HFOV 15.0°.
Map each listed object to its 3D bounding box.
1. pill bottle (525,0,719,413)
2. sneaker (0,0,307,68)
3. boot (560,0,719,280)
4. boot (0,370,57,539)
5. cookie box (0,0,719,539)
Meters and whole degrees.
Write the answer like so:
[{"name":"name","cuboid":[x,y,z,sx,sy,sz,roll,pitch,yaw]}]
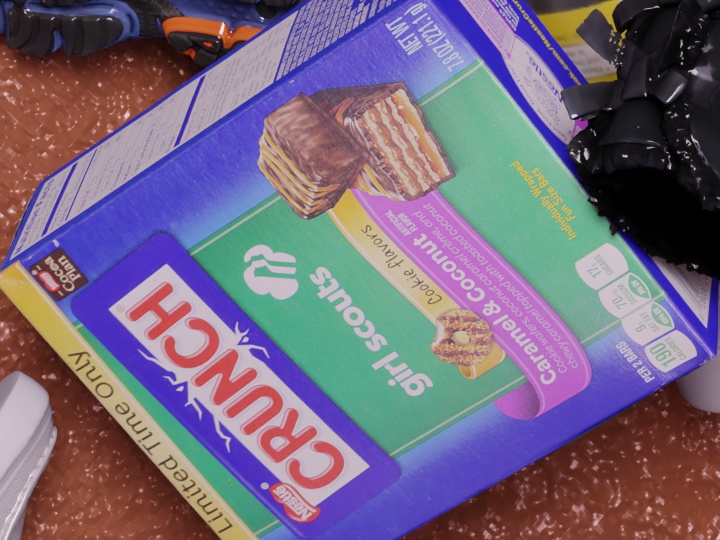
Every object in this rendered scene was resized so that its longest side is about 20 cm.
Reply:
[{"name":"pill bottle","cuboid":[0.131,-0.055,1.031,0.114,0.114,0.201,-26,108,-10]},{"name":"sneaker","cuboid":[-0.086,-0.126,1.035,0.199,0.076,0.079,14,47,11]},{"name":"boot","cuboid":[0.165,-0.064,0.937,0.198,0.073,0.163,30,67,-30]},{"name":"boot","cuboid":[-0.147,0.143,1.017,0.095,0.074,0.201,33,87,-13]},{"name":"cookie box","cuboid":[0.000,0.000,0.976,0.200,0.075,0.171,-32,109,25]}]
